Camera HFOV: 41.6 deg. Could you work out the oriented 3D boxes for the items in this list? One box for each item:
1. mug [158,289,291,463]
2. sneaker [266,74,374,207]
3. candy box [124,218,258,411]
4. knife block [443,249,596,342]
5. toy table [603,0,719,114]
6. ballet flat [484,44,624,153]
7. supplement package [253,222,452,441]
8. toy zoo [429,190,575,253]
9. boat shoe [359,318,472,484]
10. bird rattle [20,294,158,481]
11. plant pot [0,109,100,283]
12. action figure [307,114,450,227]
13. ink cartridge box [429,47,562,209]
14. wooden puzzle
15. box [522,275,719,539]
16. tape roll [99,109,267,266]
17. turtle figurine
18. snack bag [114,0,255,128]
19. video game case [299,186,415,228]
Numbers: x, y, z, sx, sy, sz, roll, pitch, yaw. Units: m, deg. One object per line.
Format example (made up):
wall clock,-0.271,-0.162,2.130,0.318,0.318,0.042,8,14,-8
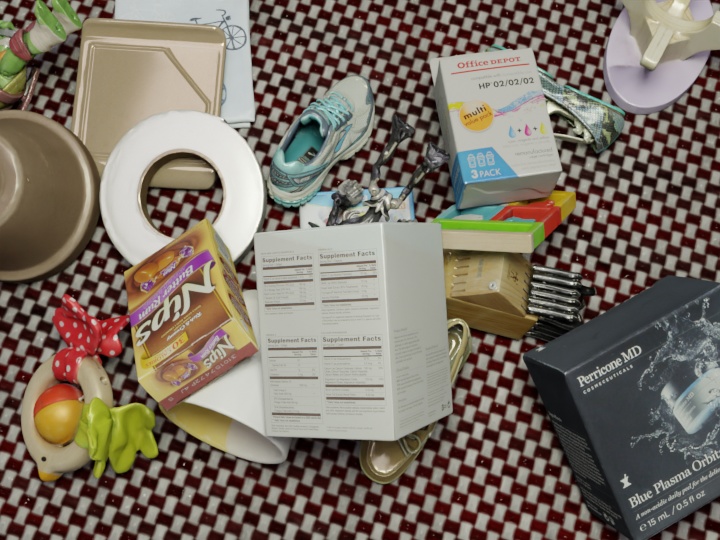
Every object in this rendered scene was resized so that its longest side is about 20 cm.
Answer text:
mug,-0.139,0.101,1.040,0.184,0.150,0.155,22,65,0
sneaker,-0.040,-0.169,1.147,0.077,0.087,0.201,28,65,11
candy box,-0.184,0.041,1.008,0.116,0.057,0.201,-33,38,4
knife block,0.166,0.038,1.099,0.197,0.175,0.065,-8,57,38
toy table,0.384,-0.307,1.182,0.181,0.117,0.203,17,74,6
ballet flat,0.230,-0.209,1.179,0.198,0.074,0.075,30,74,13
supplement package,-0.005,0.057,0.972,0.148,0.151,0.204,-3,91,27
toy zoo,0.165,-0.064,1.080,0.129,0.199,0.021,4,112,29
boat shoe,0.061,0.143,1.055,0.073,0.063,0.202,34,84,9
bird rattle,-0.317,0.140,1.041,0.162,0.112,0.202,-34,72,18
plant pot,-0.407,-0.089,1.058,0.196,0.175,0.205,0,89,-1
action figure,0.021,-0.070,1.099,0.118,0.102,0.202,35,101,3
ink cartridge box,0.151,-0.182,1.092,0.113,0.068,0.204,-8,69,-4
wooden puzzle,-0.262,-0.204,1.174,0.181,0.037,0.204,3,84,1
box,0.308,0.140,1.000,0.194,0.117,0.203,-27,98,-8
tape roll,-0.209,-0.088,1.127,0.198,0.037,0.207,0,87,1
turtle figurine,-0.450,-0.281,1.144,0.192,0.144,0.203,-28,79,14
snack bag,-0.231,-0.274,1.220,0.184,0.021,0.204,-5,75,0
video game case,0.000,0.000,1.134,0.140,0.018,0.204,-4,72,0
